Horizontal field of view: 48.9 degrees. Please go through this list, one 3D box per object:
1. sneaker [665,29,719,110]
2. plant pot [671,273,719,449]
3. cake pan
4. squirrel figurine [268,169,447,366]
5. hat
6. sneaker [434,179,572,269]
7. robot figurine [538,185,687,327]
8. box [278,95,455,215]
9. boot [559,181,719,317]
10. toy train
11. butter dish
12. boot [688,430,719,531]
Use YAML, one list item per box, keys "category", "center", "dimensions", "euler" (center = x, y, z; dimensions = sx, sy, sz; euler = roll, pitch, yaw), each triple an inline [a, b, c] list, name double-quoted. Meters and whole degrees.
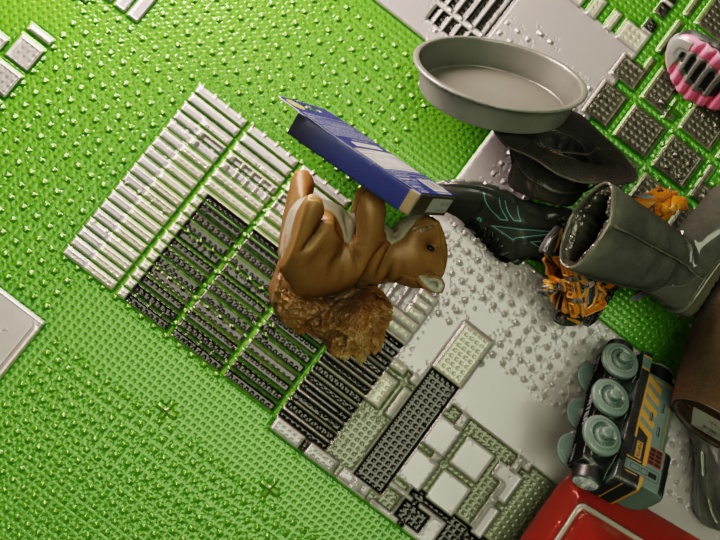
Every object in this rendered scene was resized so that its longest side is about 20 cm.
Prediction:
- category: "sneaker"
  center: [0.471, -0.241, 0.986]
  dimensions: [0.200, 0.079, 0.095]
  euler: [34, 62, -3]
- category: "plant pot"
  center: [0.442, 0.098, 0.880]
  dimensions: [0.187, 0.187, 0.200]
  euler: [42, 75, -2]
- category: "cake pan"
  center: [0.155, -0.212, 0.901]
  dimensions: [0.200, 0.200, 0.037]
  euler: [7, 126, -5]
- category: "squirrel figurine"
  center: [0.000, 0.000, 0.903]
  dimensions: [0.186, 0.142, 0.200]
  euler: [12, 100, -15]
- category: "hat"
  center: [0.217, -0.125, 0.920]
  dimensions: [0.200, 0.201, 0.081]
  euler: [17, 123, -4]
- category: "sneaker"
  center: [0.169, -0.053, 0.935]
  dimensions: [0.200, 0.075, 0.079]
  euler: [17, 87, -4]
- category: "robot figurine"
  center: [0.295, -0.016, 0.923]
  dimensions: [0.200, 0.058, 0.145]
  euler: [-27, 114, -20]
- category: "box"
  center: [0.002, -0.125, 0.881]
  dimensions: [0.200, 0.121, 0.032]
  euler: [38, 107, 18]
- category: "boot"
  center: [0.324, -0.050, 0.865]
  dimensions: [0.200, 0.073, 0.182]
  euler: [26, 88, -25]
- category: "toy train"
  center: [0.299, 0.172, 0.903]
  dimensions: [0.114, 0.085, 0.200]
  euler: [29, 53, -1]
- category: "butter dish"
  center: [0.276, 0.369, 0.891]
  dimensions: [0.199, 0.148, 0.200]
  euler: [27, 68, 36]
- category: "boot"
  center: [0.437, 0.212, 0.933]
  dimensions: [0.073, 0.096, 0.200]
  euler: [-3, 87, -6]
